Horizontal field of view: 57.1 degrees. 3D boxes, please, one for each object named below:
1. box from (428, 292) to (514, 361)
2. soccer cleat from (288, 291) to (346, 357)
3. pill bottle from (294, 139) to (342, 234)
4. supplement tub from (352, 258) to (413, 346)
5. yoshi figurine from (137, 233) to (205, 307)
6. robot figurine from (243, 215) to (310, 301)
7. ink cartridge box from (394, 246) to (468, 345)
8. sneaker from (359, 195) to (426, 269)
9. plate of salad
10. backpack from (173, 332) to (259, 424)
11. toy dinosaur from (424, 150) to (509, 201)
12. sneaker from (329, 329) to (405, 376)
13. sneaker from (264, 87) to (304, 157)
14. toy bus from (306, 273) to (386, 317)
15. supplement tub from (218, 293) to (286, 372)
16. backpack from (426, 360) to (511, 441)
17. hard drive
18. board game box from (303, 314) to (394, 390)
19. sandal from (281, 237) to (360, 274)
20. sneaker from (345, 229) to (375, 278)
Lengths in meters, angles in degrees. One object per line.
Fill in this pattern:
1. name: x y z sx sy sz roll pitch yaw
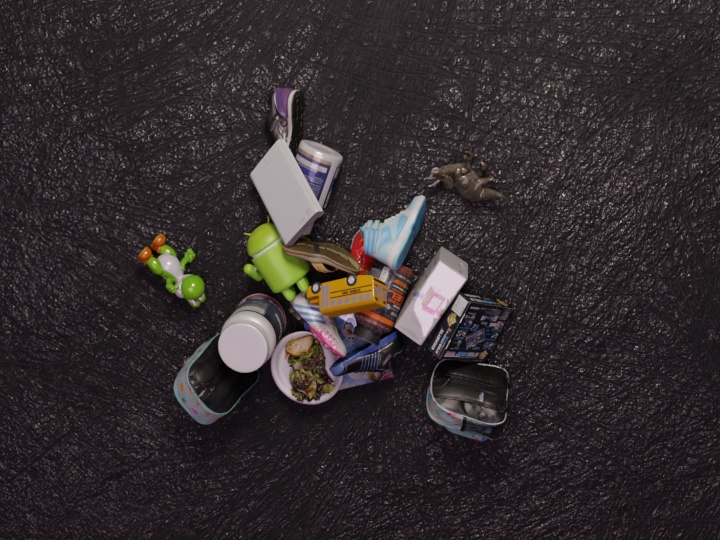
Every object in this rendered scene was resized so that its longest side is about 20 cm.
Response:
1. box: 0.273 0.141 1.606 0.197 0.046 0.162 9 114 -45
2. soccer cleat: -0.093 0.126 1.647 0.200 0.070 0.086 43 84 14
3. pill bottle: -0.124 -0.195 1.577 0.109 0.111 0.204 21 107 -1
4. supplement tub: 0.049 0.076 1.610 0.105 0.107 0.205 22 86 -2
5. yoshi figurine: -0.462 0.005 1.675 0.112 0.112 0.201 -40 102 8
6. robot figurine: -0.202 -0.028 1.631 0.173 0.116 0.202 -32 101 7
7. ink cartridge box: 0.173 0.057 1.603 0.084 0.145 0.202 34 107 -2
8. sneaker: 0.071 -0.111 1.576 0.128 0.080 0.203 21 65 18
9. plate of salad: -0.140 0.257 1.703 0.194 0.048 0.206 3 107 9
10. backpack: -0.384 0.288 1.700 0.152 0.201 0.177 -31 104 30
11. toy dinosaur: 0.258 -0.212 1.564 0.197 0.078 0.103 29 119 -8
12. sneaker: 0.021 0.228 1.657 0.196 0.070 0.079 -28 97 2
13. sneaker: -0.187 -0.331 1.576 0.086 0.075 0.206 15 108 22
14. toy bus: -0.035 0.060 1.567 0.196 0.065 0.081 -13 69 31
15. supplement tub: -0.268 0.153 1.647 0.136 0.201 0.144 2 108 5
16. backpack: 0.262 0.319 1.654 0.195 0.180 0.153 15 138 2
17. hard drive: -0.175 -0.180 1.530 0.132 0.026 0.203 -41 69 34
18. board game box: -0.029 0.200 1.719 0.194 0.043 0.205 -14 104 11
19. sandal: -0.095 -0.027 1.580 0.195 0.081 0.055 14 122 -8
20. sneaker: 0.000 0.000 1.635 0.075 0.085 0.205 12 107 1
